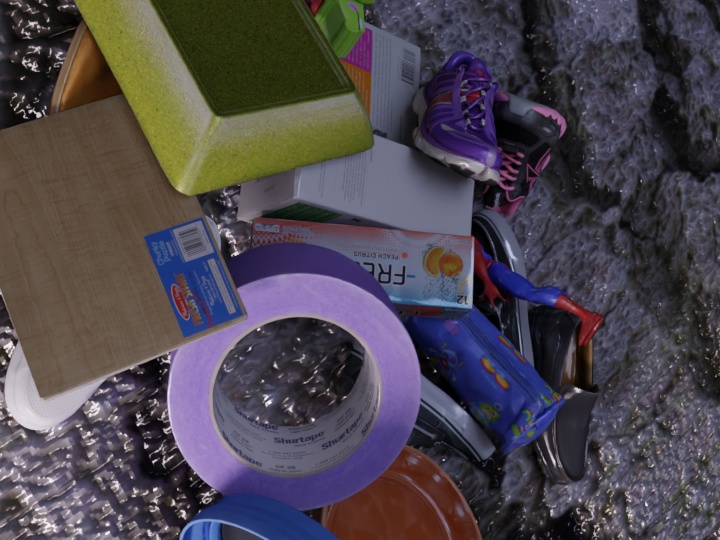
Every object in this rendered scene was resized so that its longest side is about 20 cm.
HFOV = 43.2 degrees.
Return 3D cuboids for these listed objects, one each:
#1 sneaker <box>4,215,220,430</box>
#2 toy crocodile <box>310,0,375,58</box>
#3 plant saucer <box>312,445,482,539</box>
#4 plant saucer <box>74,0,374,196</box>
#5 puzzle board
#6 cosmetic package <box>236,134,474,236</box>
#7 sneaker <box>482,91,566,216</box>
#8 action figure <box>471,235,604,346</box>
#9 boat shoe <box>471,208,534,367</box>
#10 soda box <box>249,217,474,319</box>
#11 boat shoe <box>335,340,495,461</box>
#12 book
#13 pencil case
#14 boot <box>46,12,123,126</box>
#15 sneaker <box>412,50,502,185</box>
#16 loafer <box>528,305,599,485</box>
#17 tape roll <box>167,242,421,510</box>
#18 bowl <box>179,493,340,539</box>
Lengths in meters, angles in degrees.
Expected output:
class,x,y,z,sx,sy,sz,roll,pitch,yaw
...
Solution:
class,x,y,z,sx,sy,sz,roll,pitch,yaw
sneaker,-0.185,0.032,0.690,0.074,0.115,0.201,44,62,-25
toy crocodile,-0.021,-0.279,0.854,0.061,0.067,0.202,19,52,-26
plant saucer,0.035,0.253,0.806,0.199,0.032,0.202,27,46,-31
plant saucer,-0.096,-0.173,0.721,0.199,0.048,0.201,-20,73,-38
puzzle board,-0.187,-0.025,0.650,0.150,0.017,0.201,-21,75,-19
cosmetic package,-0.001,-0.072,0.846,0.199,0.107,0.086,15,74,-33
sneaker,0.157,-0.112,0.940,0.078,0.200,0.096,24,81,15
action figure,0.141,0.009,0.895,0.052,0.199,0.065,-59,159,11
boat shoe,0.138,0.037,0.957,0.056,0.068,0.202,-13,93,-36
soda box,0.000,0.000,0.808,0.198,0.064,0.069,5,78,-4
boat shoe,0.050,0.139,0.885,0.200,0.072,0.071,41,85,-26
book,-0.026,-0.189,0.883,0.199,0.048,0.135,16,71,-35
pencil case,0.107,0.079,0.875,0.078,0.087,0.200,-37,79,-16
boot,-0.166,-0.166,0.752,0.143,0.071,0.203,25,61,-20
sneaker,0.095,-0.151,0.849,0.080,0.084,0.201,20,31,-20
loafer,0.229,0.137,1.006,0.072,0.072,0.202,-6,87,-38
tape roll,-0.055,0.085,0.735,0.198,0.085,0.202,-3,107,-9
bowl,-0.053,0.256,0.703,0.039,0.200,0.202,-42,108,-41
